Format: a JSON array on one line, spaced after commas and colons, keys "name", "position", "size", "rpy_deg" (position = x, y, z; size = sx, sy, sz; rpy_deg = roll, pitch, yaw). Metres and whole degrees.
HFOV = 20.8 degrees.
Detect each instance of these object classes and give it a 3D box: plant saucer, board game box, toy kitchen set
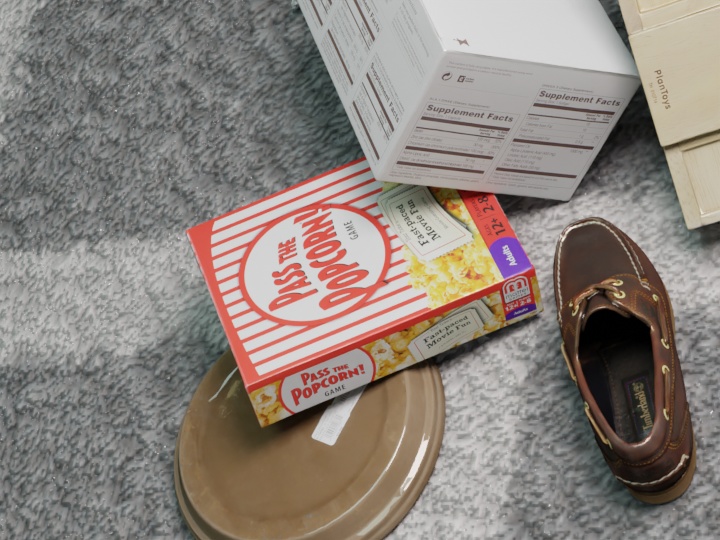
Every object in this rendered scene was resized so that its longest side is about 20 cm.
[{"name": "plant saucer", "position": [-0.040, 0.105, 1.288], "size": [0.198, 0.030, 0.202], "rpy_deg": [-14, 54, 20]}, {"name": "board game box", "position": [0.000, 0.000, 1.290], "size": [0.198, 0.047, 0.152], "rpy_deg": [-23, 48, -4]}, {"name": "toy kitchen set", "position": [0.264, -0.153, 1.264], "size": [0.162, 0.180, 0.202], "rpy_deg": [-17, 93, 14]}]

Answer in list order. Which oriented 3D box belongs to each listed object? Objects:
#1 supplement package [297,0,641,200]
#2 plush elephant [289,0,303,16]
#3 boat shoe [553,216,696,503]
[{"name": "supplement package", "position": [0.066, -0.160, 1.300], "size": [0.111, 0.154, 0.201], "rpy_deg": [-61, 38, 38]}, {"name": "plush elephant", "position": [-0.025, -0.308, 1.464], "size": [0.164, 0.155, 0.201], "rpy_deg": [18, 69, 36]}, {"name": "boat shoe", "position": [0.158, 0.041, 1.195], "size": [0.070, 0.070, 0.201], "rpy_deg": [-25, 50, 13]}]
